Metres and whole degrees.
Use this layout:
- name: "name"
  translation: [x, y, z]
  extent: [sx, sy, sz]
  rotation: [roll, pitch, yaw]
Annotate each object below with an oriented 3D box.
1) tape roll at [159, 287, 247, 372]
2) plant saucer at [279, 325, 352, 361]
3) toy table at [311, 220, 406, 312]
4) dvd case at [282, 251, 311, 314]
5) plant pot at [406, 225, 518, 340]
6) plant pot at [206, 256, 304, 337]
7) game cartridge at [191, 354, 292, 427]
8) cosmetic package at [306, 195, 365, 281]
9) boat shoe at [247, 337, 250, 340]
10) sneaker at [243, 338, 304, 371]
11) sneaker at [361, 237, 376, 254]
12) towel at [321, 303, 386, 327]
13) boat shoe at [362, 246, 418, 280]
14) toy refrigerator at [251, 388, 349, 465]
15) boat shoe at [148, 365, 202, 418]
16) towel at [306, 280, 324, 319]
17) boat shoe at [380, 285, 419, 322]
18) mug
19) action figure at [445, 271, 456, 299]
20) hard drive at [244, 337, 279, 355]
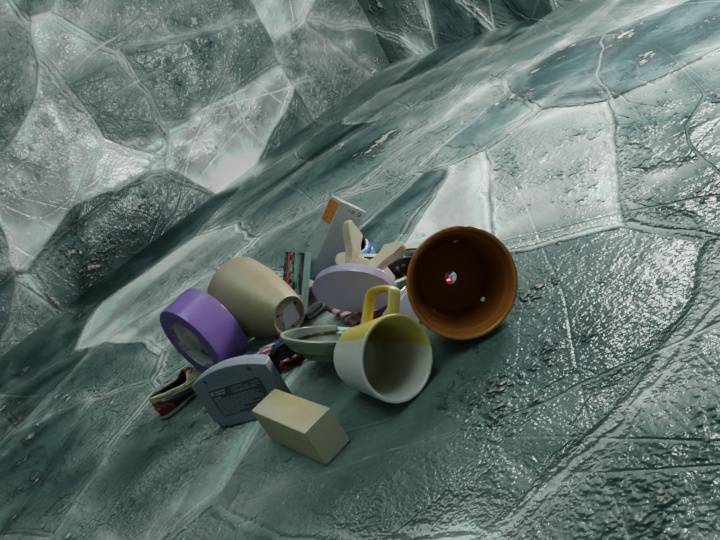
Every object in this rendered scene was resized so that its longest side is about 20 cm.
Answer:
- name: "tape roll"
  translation: [-0.359, 0.144, 1.702]
  extent: [0.199, 0.201, 0.085]
  rotation: [-3, 35, 50]
- name: "plant saucer"
  translation: [-0.064, 0.149, 1.504]
  extent: [0.197, 0.051, 0.200]
  rotation: [-2, 4, 0]
- name: "toy table"
  translation: [0.000, 0.000, 1.552]
  extent: [0.198, 0.185, 0.118]
  rotation: [1, 48, 31]
- name: "dvd case"
  translation: [-0.160, 0.027, 1.826]
  extent: [0.022, 0.148, 0.200]
  rotation: [5, 0, -18]
- name: "plant pot"
  translation: [0.175, 0.017, 1.370]
  extent: [0.199, 0.202, 0.140]
  rotation: [-31, 5, 0]
- name: "plant pot"
  translation: [-0.225, 0.079, 1.725]
  extent: [0.199, 0.189, 0.187]
  rotation: [16, 49, 43]
- name: "game cartridge"
  translation: [-0.239, 0.239, 1.495]
  extent: [0.198, 0.134, 0.041]
  rotation: [-19, 25, 27]
- name: "cosmetic package"
  translation: [-0.070, -0.072, 1.806]
  extent: [0.202, 0.071, 0.101]
  rotation: [-66, 22, 5]
- name: "boat shoe"
  translation: [-0.303, 0.136, 1.887]
  extent: [0.199, 0.075, 0.066]
  rotation: [-39, 20, -19]
- name: "sneaker"
  translation: [-0.201, 0.197, 1.641]
  extent: [0.198, 0.076, 0.079]
  rotation: [-21, 13, 5]
- name: "sneaker"
  translation: [-0.034, -0.003, 1.735]
  extent: [0.065, 0.079, 0.200]
  rotation: [1, 34, 40]
- name: "towel"
  translation: [0.009, 0.071, 1.644]
  extent: [0.143, 0.023, 0.200]
  rotation: [-25, 18, -17]
- name: "boat shoe"
  translation: [0.078, -0.005, 1.665]
  extent: [0.198, 0.074, 0.064]
  rotation: [-7, 41, 10]
- name: "toy refrigerator"
  translation: [-0.108, 0.273, 1.327]
  extent: [0.070, 0.076, 0.199]
  rotation: [-41, 23, -25]
- name: "boat shoe"
  translation: [-0.411, 0.264, 1.769]
  extent: [0.200, 0.063, 0.071]
  rotation: [-41, 21, -25]
- name: "towel"
  translation: [-0.076, 0.031, 1.864]
  extent: [0.190, 0.032, 0.200]
  rotation: [-33, 24, -5]
- name: "boat shoe"
  translation: [0.086, 0.082, 1.511]
  extent: [0.201, 0.071, 0.070]
  rotation: [-56, 5, -39]
- name: "mug"
  translation: [0.036, 0.141, 1.333]
  extent: [0.187, 0.149, 0.153]
  rotation: [-55, 21, -22]
- name: "action figure"
  translation: [0.193, -0.004, 1.529]
  extent: [0.099, 0.065, 0.201]
  rotation: [-38, 19, 16]
- name: "hard drive"
  translation: [-0.228, 0.185, 1.745]
  extent: [0.199, 0.026, 0.132]
  rotation: [-32, 21, -1]
